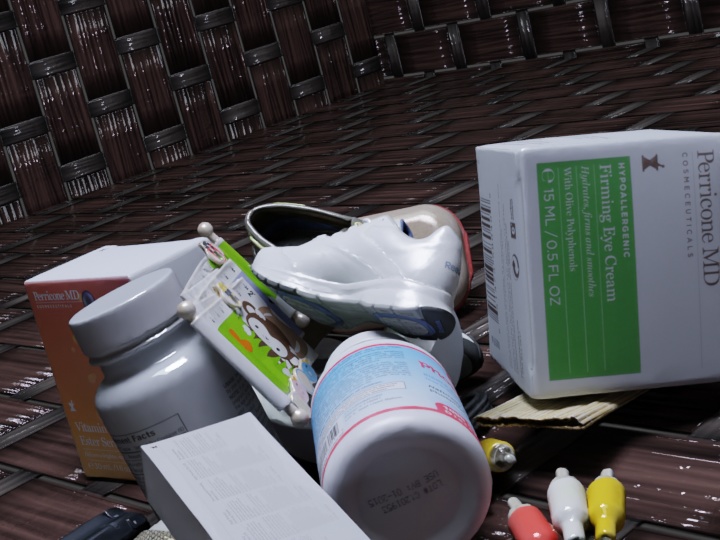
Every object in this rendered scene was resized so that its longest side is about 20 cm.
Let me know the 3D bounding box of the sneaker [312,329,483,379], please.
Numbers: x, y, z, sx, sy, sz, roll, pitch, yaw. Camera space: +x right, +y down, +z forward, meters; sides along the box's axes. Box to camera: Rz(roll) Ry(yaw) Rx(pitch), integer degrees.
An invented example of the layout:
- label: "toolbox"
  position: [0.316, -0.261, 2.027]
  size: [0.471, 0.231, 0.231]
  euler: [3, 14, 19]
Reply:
- label: "sneaker"
  position: [0.017, 0.101, 1.173]
  size: [0.199, 0.074, 0.079]
  euler: [-9, 44, 2]

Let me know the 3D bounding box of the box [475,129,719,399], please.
- label: "box"
  position: [0.198, -0.013, 1.047]
  size: [0.171, 0.200, 0.200]
  euler: [-5, 7, -4]

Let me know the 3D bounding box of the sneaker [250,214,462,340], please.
- label: "sneaker"
  position: [0.000, 0.000, 0.998]
  size: [0.199, 0.074, 0.087]
  euler: [8, 69, 35]

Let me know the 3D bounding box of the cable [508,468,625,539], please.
- label: "cable"
  position: [0.130, 0.179, 0.745]
  size: [0.097, 0.050, 0.200]
  euler: [-20, 14, 1]

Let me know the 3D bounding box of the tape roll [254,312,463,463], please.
- label: "tape roll"
  position: [-0.015, 0.065, 1.099]
  size: [0.202, 0.071, 0.203]
  euler: [-12, 52, 16]

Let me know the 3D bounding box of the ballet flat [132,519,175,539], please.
- label: "ballet flat"
  position: [-0.093, 0.194, 0.883]
  size: [0.199, 0.068, 0.076]
  euler: [-6, 60, 25]

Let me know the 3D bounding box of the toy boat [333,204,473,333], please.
- label: "toy boat"
  position: [0.035, 0.007, 1.439]
  size: [0.199, 0.131, 0.131]
  euler: [-10, -16, 13]

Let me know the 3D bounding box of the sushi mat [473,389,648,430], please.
- label: "sushi mat"
  position: [0.179, 0.100, 1.023]
  size: [0.095, 0.012, 0.200]
  euler: [-4, 6, 34]

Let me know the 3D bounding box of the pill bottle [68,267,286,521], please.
- label: "pill bottle"
  position: [-0.140, 0.106, 0.978]
  size: [0.114, 0.200, 0.114]
  euler: [-25, 12, 6]

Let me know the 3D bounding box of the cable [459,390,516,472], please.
- label: "cable"
  position: [0.075, 0.148, 1.011]
  size: [0.097, 0.050, 0.200]
  euler: [-31, 1, 5]

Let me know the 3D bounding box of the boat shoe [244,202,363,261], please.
- label: "boat shoe"
  position: [-0.013, -0.011, 1.068]
  size: [0.201, 0.060, 0.072]
  euler: [15, 63, 32]

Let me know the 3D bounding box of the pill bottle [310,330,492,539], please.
- label: "pill bottle"
  position: [0.021, 0.113, 0.880]
  size: [0.108, 0.109, 0.200]
  euler: [-15, 18, -1]

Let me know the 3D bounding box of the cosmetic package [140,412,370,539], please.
- label: "cosmetic package"
  position: [-0.061, 0.163, 0.777]
  size: [0.082, 0.051, 0.200]
  euler: [-13, 27, -26]

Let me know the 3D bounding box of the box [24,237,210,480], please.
- label: "box"
  position: [-0.197, 0.083, 1.157]
  size: [0.152, 0.201, 0.106]
  euler: [-3, 18, 39]

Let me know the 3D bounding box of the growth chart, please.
- label: "growth chart"
  position: [-0.084, 0.042, 0.988]
  size: [0.018, 0.145, 0.200]
  euler: [-45, 14, 14]

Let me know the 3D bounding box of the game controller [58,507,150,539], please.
- label: "game controller"
  position: [-0.241, 0.237, 0.906]
  size: [0.200, 0.042, 0.104]
  euler: [-29, -13, -46]
